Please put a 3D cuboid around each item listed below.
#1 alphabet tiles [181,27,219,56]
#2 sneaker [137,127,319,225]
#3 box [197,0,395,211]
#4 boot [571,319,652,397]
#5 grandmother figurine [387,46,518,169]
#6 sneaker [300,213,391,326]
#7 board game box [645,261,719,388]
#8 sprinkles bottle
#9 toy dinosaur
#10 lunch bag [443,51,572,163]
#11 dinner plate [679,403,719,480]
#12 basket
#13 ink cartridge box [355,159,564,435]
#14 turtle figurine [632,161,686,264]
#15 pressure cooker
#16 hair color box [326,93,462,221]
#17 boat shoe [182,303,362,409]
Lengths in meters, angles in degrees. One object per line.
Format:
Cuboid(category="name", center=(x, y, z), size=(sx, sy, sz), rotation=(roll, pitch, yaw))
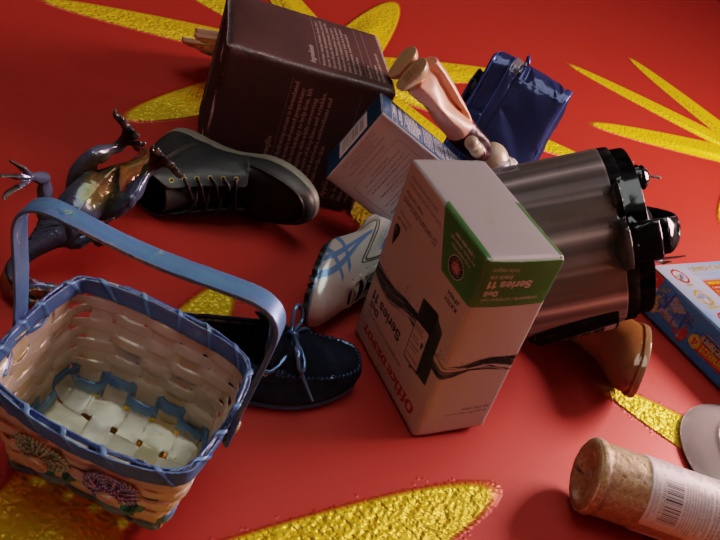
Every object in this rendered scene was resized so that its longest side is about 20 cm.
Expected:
Cuboid(category="alphabet tiles", center=(-0.136, -0.292, 1.146), size=(0.192, 0.015, 0.199), rotation=(13, 4, 23))
Cuboid(category="sneaker", center=(-0.148, -0.078, 0.889), size=(0.196, 0.076, 0.107), rotation=(20, 36, 12))
Cuboid(category="box", center=(-0.083, -0.201, 1.003), size=(0.196, 0.168, 0.166), rotation=(12, 35, -17))
Cuboid(category="boot", center=(0.228, 0.056, 0.926), size=(0.151, 0.075, 0.201), rotation=(17, 25, -6))
Cuboid(category="grandmother figurine", center=(0.116, -0.166, 0.969), size=(0.199, 0.060, 0.122), rotation=(40, 24, -33))
Cuboid(category="sneaker", center=(0.000, 0.000, 0.857), size=(0.071, 0.073, 0.200), rotation=(24, 33, 15))
Cuboid(category="board game box", center=(0.477, 0.073, 1.060), size=(0.197, 0.057, 0.197), rotation=(-2, 40, -35))
Cuboid(category="sprinkles bottle", center=(0.286, 0.209, 0.740), size=(0.196, 0.069, 0.069), rotation=(20, 33, -5))
Cuboid(category="toy dinosaur", center=(-0.244, -0.044, 0.755), size=(0.105, 0.182, 0.200), rotation=(41, -8, 1))
Cuboid(category="lunch bag", center=(0.183, -0.188, 1.107), size=(0.131, 0.203, 0.136), rotation=(29, 0, 9))
Cuboid(category="dinner plate", center=(0.425, 0.208, 0.870), size=(0.196, 0.025, 0.202), rotation=(16, 33, -10))
Cuboid(category="basket", center=(-0.149, 0.065, 0.552), size=(0.173, 0.203, 0.140), rotation=(22, 32, 2))
Cuboid(category="ink cartridge box", center=(0.079, 0.025, 0.754), size=(0.081, 0.203, 0.148), rotation=(-3, 39, -28))
Cuboid(category="turtle figurine", center=(0.283, -0.058, 1.009), size=(0.099, 0.153, 0.198), rotation=(-24, 18, -33))
Cuboid(category="pressure cooker", center=(0.214, -0.029, 0.836), size=(0.195, 0.180, 0.179), rotation=(-11, 50, 7))
Cuboid(category="hair color box", center=(0.066, -0.093, 0.948), size=(0.199, 0.100, 0.061), rotation=(36, 26, -20))
Cuboid(category="boat shoe", center=(-0.082, 0.072, 0.706), size=(0.196, 0.070, 0.085), rotation=(1, 38, -30))
